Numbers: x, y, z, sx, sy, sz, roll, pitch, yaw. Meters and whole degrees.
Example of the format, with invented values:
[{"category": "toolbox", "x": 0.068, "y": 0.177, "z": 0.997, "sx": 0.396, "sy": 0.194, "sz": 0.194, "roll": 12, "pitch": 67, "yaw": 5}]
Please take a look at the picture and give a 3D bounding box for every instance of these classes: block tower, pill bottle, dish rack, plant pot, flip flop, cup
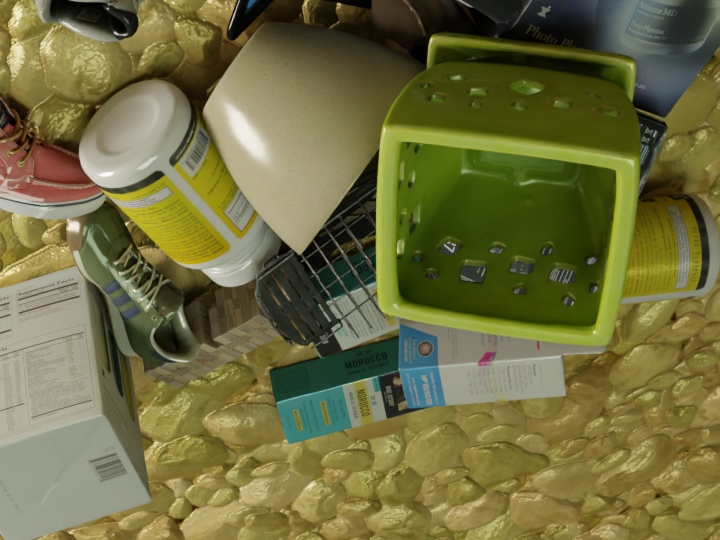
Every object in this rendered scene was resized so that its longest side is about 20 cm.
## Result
[{"category": "block tower", "x": -0.138, "y": 0.056, "z": 1.499, "sx": 0.200, "sy": 0.058, "sz": 0.054, "roll": -26, "pitch": 147, "yaw": 25}, {"category": "pill bottle", "x": -0.158, "y": -0.073, "z": 1.350, "sx": 0.112, "sy": 0.113, "sz": 0.200, "roll": -28, "pitch": 135, "yaw": 12}, {"category": "dish rack", "x": 0.000, "y": 0.000, "z": 1.409, "sx": 0.200, "sy": 0.055, "sz": 0.153, "roll": -36, "pitch": 140, "yaw": -3}, {"category": "plant pot", "x": 0.126, "y": -0.078, "z": 1.201, "sx": 0.200, "sy": 0.182, "sz": 0.199, "roll": 8, "pitch": 132, "yaw": 8}, {"category": "flip flop", "x": -0.029, "y": -0.057, "z": 1.454, "sx": 0.081, "sy": 0.058, "sz": 0.200, "roll": 18, "pitch": 142, "yaw": -39}, {"category": "pill bottle", "x": 0.264, "y": -0.017, "z": 1.538, "sx": 0.200, "sy": 0.111, "sz": 0.111, "roll": -6, "pitch": 136, "yaw": -12}, {"category": "cup", "x": -0.052, "y": -0.135, "z": 1.283, "sx": 0.143, "sy": 0.200, "sz": 0.200, "roll": 36, "pitch": 121, "yaw": -4}]

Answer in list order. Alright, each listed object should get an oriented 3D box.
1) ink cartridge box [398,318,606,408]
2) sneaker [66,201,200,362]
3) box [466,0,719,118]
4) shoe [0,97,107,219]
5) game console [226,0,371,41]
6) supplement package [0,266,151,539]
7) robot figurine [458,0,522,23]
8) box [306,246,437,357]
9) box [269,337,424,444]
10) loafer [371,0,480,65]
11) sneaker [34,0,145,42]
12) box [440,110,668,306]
[{"category": "ink cartridge box", "x": 0.141, "y": 0.067, "z": 1.457, "sx": 0.200, "sy": 0.115, "sz": 0.068, "roll": -5, "pitch": 136, "yaw": 8}, {"category": "sneaker", "x": -0.210, "y": 0.015, "z": 1.423, "sx": 0.090, "sy": 0.067, "sz": 0.200, "roll": 14, "pitch": 139, "yaw": 29}, {"category": "box", "x": 0.227, "y": -0.263, "z": 1.271, "sx": 0.200, "sy": 0.123, "sz": 0.198, "roll": 13, "pitch": 128, "yaw": -28}, {"category": "shoe", "x": -0.313, "y": -0.108, "z": 1.295, "sx": 0.200, "sy": 0.072, "sz": 0.091, "roll": 10, "pitch": 136, "yaw": -20}, {"category": "game console", "x": -0.008, "y": -0.280, "z": 1.185, "sx": 0.176, "sy": 0.116, "sz": 0.200, "roll": 7, "pitch": 132, "yaw": -23}, {"category": "supplement package", "x": -0.309, "y": 0.130, "z": 1.445, "sx": 0.150, "sy": 0.200, "sz": 0.152, "roll": -17, "pitch": 137, "yaw": -1}, {"category": "robot figurine", "x": 0.082, "y": -0.274, "z": 1.119, "sx": 0.200, "sy": 0.150, "sz": 0.125, "roll": 18, "pitch": 106, "yaw": -48}, {"category": "box", "x": 0.033, "y": 0.016, "z": 1.533, "sx": 0.200, "sy": 0.049, "sz": 0.082, "roll": -21, "pitch": 136, "yaw": 4}, {"category": "box", "x": 0.004, "y": 0.131, "z": 1.652, "sx": 0.200, "sy": 0.049, "sz": 0.082, "roll": -15, "pitch": 137, "yaw": -2}, {"category": "loafer", "x": 0.043, "y": -0.220, "z": 1.246, "sx": 0.071, "sy": 0.073, "sz": 0.200, "roll": -40, "pitch": 152, "yaw": 9}, {"category": "sneaker", "x": -0.168, "y": -0.231, "z": 1.184, "sx": 0.200, "sy": 0.116, "sz": 0.075, "roll": -14, "pitch": 137, "yaw": -3}, {"category": "box", "x": 0.166, "y": -0.070, "z": 1.331, "sx": 0.160, "sy": 0.044, "sz": 0.200, "roll": 22, "pitch": 104, "yaw": 5}]
